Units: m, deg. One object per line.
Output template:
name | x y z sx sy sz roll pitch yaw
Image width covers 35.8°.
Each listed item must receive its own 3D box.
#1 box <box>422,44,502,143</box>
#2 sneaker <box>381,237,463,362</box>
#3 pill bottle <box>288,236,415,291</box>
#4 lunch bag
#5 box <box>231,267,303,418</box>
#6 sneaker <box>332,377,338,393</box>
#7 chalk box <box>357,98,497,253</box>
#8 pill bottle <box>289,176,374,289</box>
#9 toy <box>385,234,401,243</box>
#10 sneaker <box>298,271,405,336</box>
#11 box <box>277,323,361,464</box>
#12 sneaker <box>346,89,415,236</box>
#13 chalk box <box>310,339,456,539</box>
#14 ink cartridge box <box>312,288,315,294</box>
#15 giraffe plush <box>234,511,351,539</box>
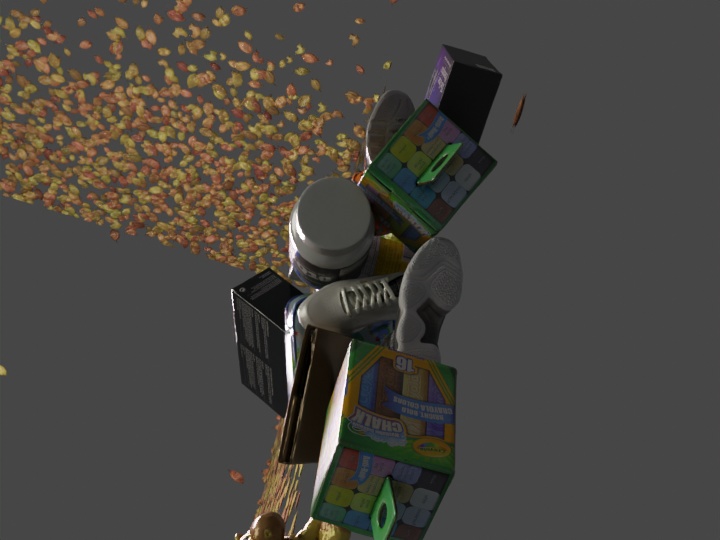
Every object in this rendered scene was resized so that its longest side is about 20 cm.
box | 0.138 -0.241 1.620 0.200 0.078 0.143 -92 17 -73
sneaker | 0.070 0.061 1.395 0.114 0.075 0.202 145 139 -77
pill bottle | 0.000 0.000 1.636 0.113 0.198 0.114 -163 90 -84
lunch bag | -0.022 0.129 1.533 0.082 0.159 0.203 179 87 -76
box | -0.116 0.120 1.680 0.078 0.141 0.202 -30 -41 -30
sneaker | 0.005 0.182 1.436 0.085 0.076 0.202 -89 -4 -60
chalk box | 0.080 -0.121 1.411 0.125 0.124 0.200 -49 -1 -13
pill bottle | -0.039 -0.048 1.474 0.200 0.112 0.115 103 -178 -76
toy | 0.053 -0.075 1.691 0.200 0.047 0.116 93 161 -72
sneaker | 0.016 0.035 1.452 0.081 0.198 0.077 129 127 -72
box | -0.044 0.158 1.394 0.200 0.021 0.166 26 -106 -71
sneaker | 0.020 -0.151 1.566 0.112 0.077 0.203 -171 91 -69
chalk box | 0.023 0.194 1.157 0.201 0.122 0.125 -81 9 -53
ink cartridge box | -0.047 0.084 1.825 0.200 0.066 0.117 81 -152 -76
giraffe plush | -0.116 0.433 1.705 0.173 0.160 0.202 125 161 -72
